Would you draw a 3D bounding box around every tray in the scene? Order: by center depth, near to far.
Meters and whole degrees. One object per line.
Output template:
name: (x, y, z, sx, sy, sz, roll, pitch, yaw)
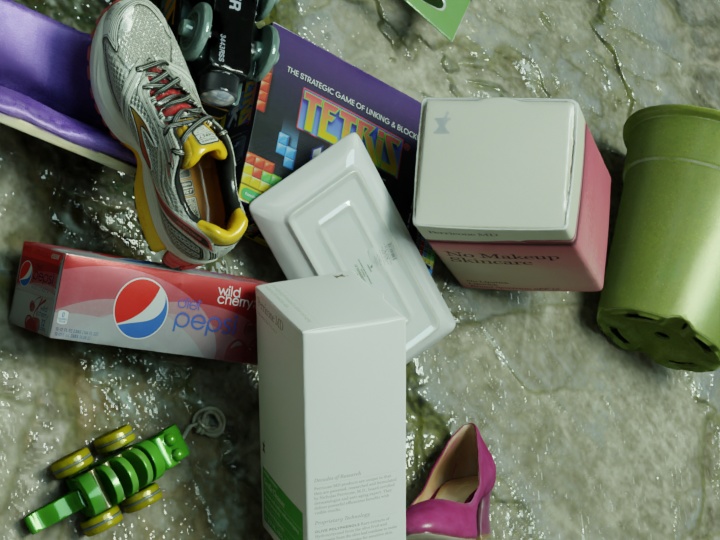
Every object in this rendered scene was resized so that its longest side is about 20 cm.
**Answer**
tray: (0.000, 0.000, 1.680, 0.107, 0.022, 0.200, -36, 118, -15)

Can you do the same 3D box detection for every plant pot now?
plant pot: (0.300, -0.017, 1.904, 0.200, 0.200, 0.190, 33, 68, -27)

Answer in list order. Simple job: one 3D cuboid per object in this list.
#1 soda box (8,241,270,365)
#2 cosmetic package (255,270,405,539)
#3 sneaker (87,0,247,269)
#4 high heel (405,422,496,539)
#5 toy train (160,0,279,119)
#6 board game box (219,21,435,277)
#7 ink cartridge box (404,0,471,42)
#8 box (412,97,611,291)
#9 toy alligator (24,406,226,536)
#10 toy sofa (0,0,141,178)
soda box: (-0.153, 0.026, 1.565, 0.200, 0.070, 0.063, 9, 93, -37)
cosmetic package: (-0.021, 0.113, 1.566, 0.085, 0.108, 0.200, -9, 110, -19)
sneaker: (-0.129, -0.103, 1.511, 0.078, 0.082, 0.200, -25, 97, -36)
high heel: (0.063, 0.169, 1.669, 0.200, 0.067, 0.096, 19, 65, -77)
toy train: (-0.116, -0.211, 1.655, 0.085, 0.114, 0.200, 15, 65, -28)
board game box: (-0.022, -0.085, 1.730, 0.200, 0.057, 0.165, 25, 62, -31)
ink cartridge box: (0.062, -0.292, 1.866, 0.104, 0.059, 0.200, 40, 54, -22)
box: (0.127, -0.059, 1.731, 0.200, 0.128, 0.109, 45, 49, -69)
toy alligator: (-0.157, 0.139, 1.543, 0.200, 0.054, 0.059, -28, 94, -42)
toy sofa: (-0.224, -0.139, 1.536, 0.200, 0.098, 0.083, 22, 94, -32)
